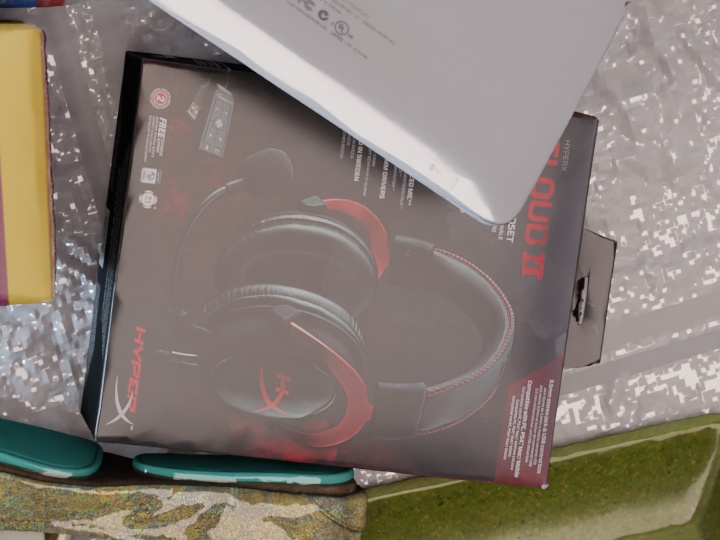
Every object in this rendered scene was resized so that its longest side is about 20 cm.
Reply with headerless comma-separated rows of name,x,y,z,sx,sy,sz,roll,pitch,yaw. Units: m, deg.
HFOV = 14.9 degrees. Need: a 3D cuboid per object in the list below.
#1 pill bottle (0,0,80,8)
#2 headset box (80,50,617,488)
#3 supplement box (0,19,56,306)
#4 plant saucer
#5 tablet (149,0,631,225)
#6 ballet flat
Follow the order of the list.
pill bottle,-0.199,-0.149,1.000,0.200,0.112,0.112,-1,98,-10
headset box,0.000,0.000,1.075,0.200,0.075,0.149,7,95,-11
supplement box,-0.215,-0.038,1.005,0.200,0.131,0.103,-4,97,-10
plant saucer,0.087,0.160,1.078,0.200,0.200,0.048,-11,136,-8
tablet,-0.002,-0.118,0.986,0.200,0.014,0.130,34,66,-10
ballet flat,-0.098,0.096,1.064,0.200,0.071,0.071,8,97,-1
